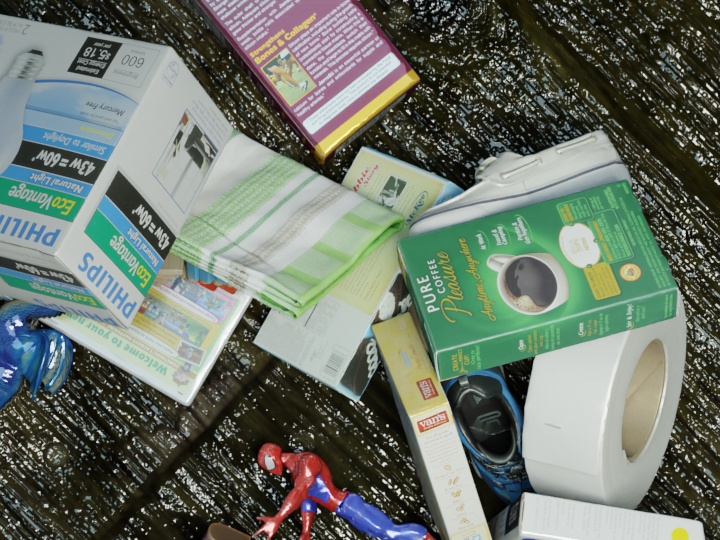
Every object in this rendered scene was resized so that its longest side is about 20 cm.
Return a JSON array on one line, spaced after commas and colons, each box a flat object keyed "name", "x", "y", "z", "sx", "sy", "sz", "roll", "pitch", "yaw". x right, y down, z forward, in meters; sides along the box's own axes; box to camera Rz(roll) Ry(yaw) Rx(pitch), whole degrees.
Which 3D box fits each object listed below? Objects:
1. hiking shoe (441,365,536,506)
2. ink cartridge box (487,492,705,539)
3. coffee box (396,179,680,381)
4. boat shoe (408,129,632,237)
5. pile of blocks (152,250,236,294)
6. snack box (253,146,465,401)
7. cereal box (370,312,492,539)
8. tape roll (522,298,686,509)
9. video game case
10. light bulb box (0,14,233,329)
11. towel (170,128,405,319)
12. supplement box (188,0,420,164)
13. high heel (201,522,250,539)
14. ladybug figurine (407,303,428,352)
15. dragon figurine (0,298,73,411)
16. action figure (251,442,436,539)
[{"name": "hiking shoe", "x": 0.118, "y": 0.151, "z": 1.636, "sx": 0.074, "sy": 0.087, "sz": 0.200, "roll": -27, "pitch": 116, "yaw": 14}, {"name": "ink cartridge box", "x": 0.214, "y": 0.231, "z": 1.606, "sx": 0.200, "sy": 0.198, "sz": 0.047, "roll": 8, "pitch": 73, "yaw": -3}, {"name": "coffee box", "x": 0.138, "y": 0.006, "z": 1.531, "sx": 0.200, "sy": 0.044, "sz": 0.123, "roll": -16, "pitch": 53, "yaw": -5}, {"name": "boat shoe", "x": 0.127, "y": -0.068, "z": 1.608, "sx": 0.200, "sy": 0.072, "sz": 0.066, "roll": -19, "pitch": 71, "yaw": -10}, {"name": "pile of blocks", "x": -0.141, "y": 0.000, "z": 1.642, "sx": 0.200, "sy": 0.082, "sz": 0.062, "roll": 2, "pitch": 128, "yaw": 1}, {"name": "snack box", "x": 0.000, "y": 0.000, "z": 1.654, "sx": 0.037, "sy": 0.116, "sz": 0.200, "roll": 32, "pitch": 86, "yaw": -45}, {"name": "cereal box", "x": 0.064, "y": 0.152, "z": 1.590, "sx": 0.039, "sy": 0.144, "sz": 0.200, "roll": -19, "pitch": 122, "yaw": -3}, {"name": "tape roll", "x": 0.205, "y": 0.101, "z": 1.606, "sx": 0.071, "sy": 0.202, "sz": 0.203, "roll": 13, "pitch": 87, "yaw": 25}, {"name": "video game case", "x": -0.190, "y": -0.009, "z": 1.689, "sx": 0.200, "sy": 0.022, "sz": 0.182, "roll": 31, "pitch": 87, "yaw": -1}, {"name": "light bulb box", "x": -0.245, "y": -0.083, "z": 1.575, "sx": 0.198, "sy": 0.125, "sz": 0.200, "roll": 13, "pitch": 67, "yaw": 31}, {"name": "towel", "x": -0.083, "y": -0.047, "z": 1.618, "sx": 0.200, "sy": 0.031, "sz": 0.149, "roll": 27, "pitch": 52, "yaw": 28}, {"name": "supplement box", "x": -0.053, "y": -0.204, "z": 1.670, "sx": 0.110, "sy": 0.086, "sz": 0.200, "roll": -39, "pitch": 90, "yaw": -3}, {"name": "high heel", "x": -0.071, "y": 0.299, "z": 1.674, "sx": 0.200, "sy": 0.067, "sz": 0.096, "roll": 33, "pitch": 116, "yaw": -4}, {"name": "ladybug figurine", "x": 0.123, "y": -0.003, "z": 1.675, "sx": 0.200, "sy": 0.072, "sz": 0.136, "roll": -36, "pitch": 89, "yaw": -3}, {"name": "dragon figurine", "x": -0.284, "y": 0.077, "z": 1.644, "sx": 0.099, "sy": 0.059, "sz": 0.200, "roll": 10, "pitch": 94, "yaw": 12}, {"name": "action figure", "x": -0.018, "y": 0.229, "z": 1.661, "sx": 0.200, "sy": 0.065, "sz": 0.099, "roll": 36, "pitch": 75, "yaw": 0}]
